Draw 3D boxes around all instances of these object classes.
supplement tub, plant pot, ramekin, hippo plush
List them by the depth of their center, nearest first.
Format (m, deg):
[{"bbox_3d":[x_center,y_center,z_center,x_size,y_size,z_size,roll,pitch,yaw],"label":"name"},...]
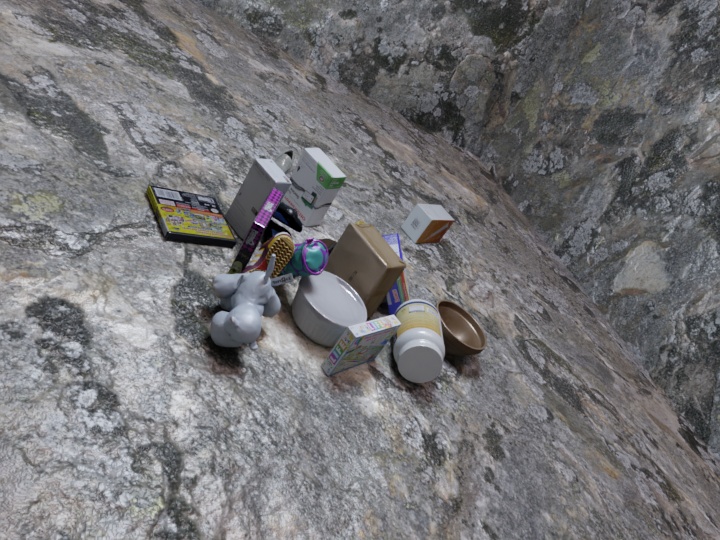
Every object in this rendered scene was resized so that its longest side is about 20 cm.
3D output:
[{"bbox_3d":[-0.237,0.098,1.192,0.160,0.194,0.165,53,32,-44],"label":"hippo plush"},{"bbox_3d":[-0.086,0.103,1.412,0.198,0.095,0.205,28,29,-16],"label":"ramekin"},{"bbox_3d":[0.158,0.192,1.513,0.142,0.146,0.202,29,28,-14],"label":"supplement tub"},{"bbox_3d":[0.291,0.197,1.722,0.197,0.094,0.203,28,30,-17],"label":"plant pot"}]

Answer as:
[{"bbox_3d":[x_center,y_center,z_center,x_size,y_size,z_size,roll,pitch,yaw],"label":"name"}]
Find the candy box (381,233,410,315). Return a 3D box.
[{"bbox_3d":[0.104,0.013,1.698,0.074,0.173,0.202,-9,34,6],"label":"candy box"}]

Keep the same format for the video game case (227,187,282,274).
[{"bbox_3d":[-0.265,-0.091,1.391,0.035,0.183,0.202,28,30,-11],"label":"video game case"}]

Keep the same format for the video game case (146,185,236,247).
[{"bbox_3d":[-0.438,-0.139,1.434,0.197,0.026,0.183,6,41,-47],"label":"video game case"}]

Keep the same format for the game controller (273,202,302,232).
[{"bbox_3d":[-0.249,-0.176,1.597,0.197,0.105,0.042,31,66,28],"label":"game controller"}]

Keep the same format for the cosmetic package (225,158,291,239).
[{"bbox_3d":[-0.282,-0.193,1.510,0.102,0.202,0.073,45,28,21],"label":"cosmetic package"}]

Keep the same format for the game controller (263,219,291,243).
[{"bbox_3d":[-0.226,-0.067,1.560,0.102,0.042,0.203,19,33,-31],"label":"game controller"}]

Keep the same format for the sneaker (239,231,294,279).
[{"bbox_3d":[-0.233,-0.006,1.325,0.075,0.200,0.090,45,1,-20],"label":"sneaker"}]

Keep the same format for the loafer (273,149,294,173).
[{"bbox_3d":[-0.277,-0.376,1.935,0.069,0.070,0.202,31,28,-10],"label":"loafer"}]

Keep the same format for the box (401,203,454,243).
[{"bbox_3d":[0.277,-0.191,2.259,0.098,0.126,0.197,49,30,23],"label":"box"}]

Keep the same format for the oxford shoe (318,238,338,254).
[{"bbox_3d":[-0.129,-0.048,1.634,0.083,0.075,0.199,26,22,16],"label":"oxford shoe"}]

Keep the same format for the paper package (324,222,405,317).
[{"bbox_3d":[0.000,0.000,1.557,0.102,0.202,0.192,-4,46,-52],"label":"paper package"}]

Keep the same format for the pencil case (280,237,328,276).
[{"bbox_3d":[-0.163,-0.035,1.388,0.084,0.197,0.096,-21,104,-36],"label":"pencil case"}]

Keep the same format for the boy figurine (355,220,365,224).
[{"bbox_3d":[0.038,-0.084,1.879,0.122,0.065,0.202,-3,51,-48],"label":"boy figurine"}]

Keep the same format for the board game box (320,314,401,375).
[{"bbox_3d":[0.005,0.181,1.357,0.034,0.136,0.197,47,28,23],"label":"board game box"}]

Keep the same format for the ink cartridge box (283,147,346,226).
[{"bbox_3d":[-0.155,-0.266,1.776,0.146,0.202,0.083,45,32,19],"label":"ink cartridge box"}]
